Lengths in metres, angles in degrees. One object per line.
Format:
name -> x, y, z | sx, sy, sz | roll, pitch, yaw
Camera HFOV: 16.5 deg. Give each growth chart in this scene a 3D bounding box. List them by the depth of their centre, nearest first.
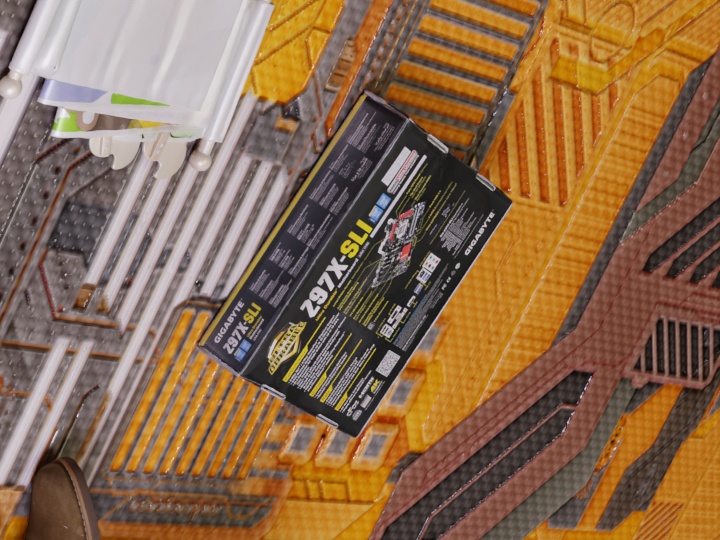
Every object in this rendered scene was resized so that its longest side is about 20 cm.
growth chart -> -0.123, -0.127, 1.413 | 0.200, 0.018, 0.145 | 16, 105, -55

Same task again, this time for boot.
boot -> -0.203, 0.213, 1.514 | 0.075, 0.074, 0.202 | 6, 85, -25

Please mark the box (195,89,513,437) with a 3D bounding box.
box -> 0.000, 0.000, 1.643 | 0.201, 0.049, 0.159 | -57, 144, 1
